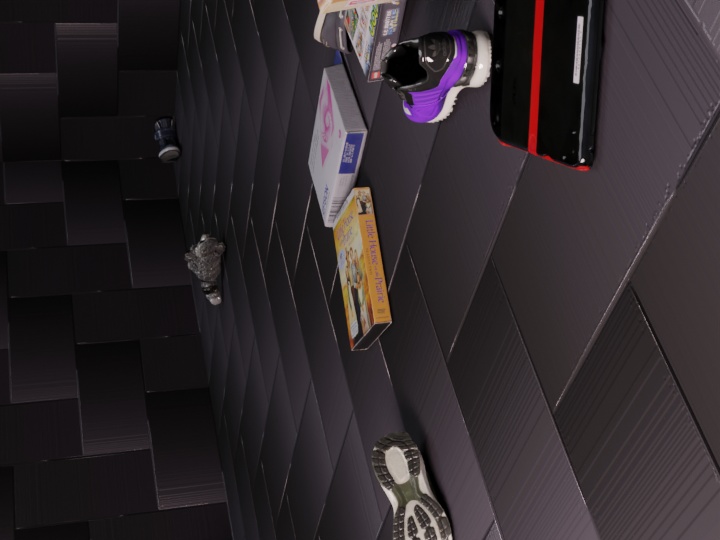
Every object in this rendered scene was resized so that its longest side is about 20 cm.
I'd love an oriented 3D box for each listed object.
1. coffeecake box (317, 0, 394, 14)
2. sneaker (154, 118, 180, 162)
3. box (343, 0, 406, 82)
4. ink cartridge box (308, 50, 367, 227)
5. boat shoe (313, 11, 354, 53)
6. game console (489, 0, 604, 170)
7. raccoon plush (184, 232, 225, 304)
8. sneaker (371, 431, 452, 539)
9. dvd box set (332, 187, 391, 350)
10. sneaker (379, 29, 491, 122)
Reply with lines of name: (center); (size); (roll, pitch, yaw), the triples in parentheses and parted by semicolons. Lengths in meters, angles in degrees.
coffeecake box: (0.009, -0.400, 1.177); (0.073, 0.151, 0.204); (157, 98, -71)
sneaker: (-0.672, -0.460, 3.733); (0.202, 0.076, 0.149); (173, 91, -75)
box: (0.020, -0.350, 1.365); (0.201, 0.034, 0.111); (103, 151, -58)
ink cartridge box: (-0.045, -0.208, 1.666); (0.198, 0.043, 0.202); (104, 155, -47)
boat shoe: (-0.010, -0.390, 1.510); (0.062, 0.073, 0.201); (36, 140, 10)
game console: (0.167, -0.202, 0.958); (0.177, 0.031, 0.204); (-145, 53, -64)
raccoon plush: (-0.391, -0.006, 2.907); (0.133, 0.096, 0.202); (4, 127, 61)
sneaker: (0.076, 0.305, 1.349); (0.089, 0.076, 0.203); (53, -161, -58)
dvd box set: (0.000, 0.000, 1.569); (0.146, 0.029, 0.204); (128, 135, -67)
sneaker: (0.063, -0.215, 1.174); (0.200, 0.098, 0.071); (147, 120, -71)
